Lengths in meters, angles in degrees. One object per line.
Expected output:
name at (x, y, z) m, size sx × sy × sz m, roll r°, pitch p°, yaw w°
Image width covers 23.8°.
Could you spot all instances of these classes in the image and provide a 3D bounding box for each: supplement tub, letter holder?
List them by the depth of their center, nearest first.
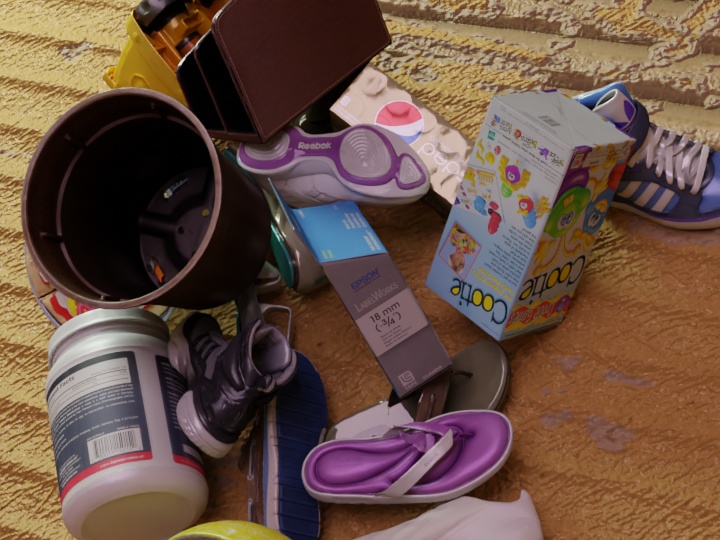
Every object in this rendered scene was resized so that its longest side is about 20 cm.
supplement tub at (-0.228, 0.152, 1.645) m, size 0.139 × 0.141 × 0.201 m, roll -20°, pitch 56°, yaw 7°
letter holder at (-0.086, -0.240, 1.692) m, size 0.100 × 0.143 × 0.200 m, roll 10°, pitch 42°, yaw 45°

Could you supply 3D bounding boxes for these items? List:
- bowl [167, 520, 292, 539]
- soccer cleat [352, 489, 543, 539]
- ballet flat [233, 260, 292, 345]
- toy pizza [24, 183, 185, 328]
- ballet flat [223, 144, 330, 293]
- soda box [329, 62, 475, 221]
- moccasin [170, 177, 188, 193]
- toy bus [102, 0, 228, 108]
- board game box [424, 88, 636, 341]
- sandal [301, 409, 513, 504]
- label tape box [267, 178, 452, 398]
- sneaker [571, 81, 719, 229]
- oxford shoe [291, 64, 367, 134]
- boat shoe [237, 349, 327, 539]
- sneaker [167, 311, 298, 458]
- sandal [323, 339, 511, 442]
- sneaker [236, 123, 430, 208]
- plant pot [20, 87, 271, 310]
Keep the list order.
bowl at (-0.087, 0.299, 1.514) m, size 0.198 × 0.202 × 0.108 m, roll 16°, pitch 28°, yaw 26°
soccer cleat at (0.065, 0.244, 1.539) m, size 0.198 × 0.070 × 0.078 m, roll -8°, pitch 54°, yaw 6°
ballet flat at (-0.103, 0.032, 1.721) m, size 0.063 × 0.068 × 0.202 m, roll -12°, pitch 63°, yaw -1°
toy pizza at (-0.268, -0.019, 1.766) m, size 0.198 × 0.032 × 0.203 m, roll 1°, pitch 92°, yaw 23°
ballet flat at (-0.078, -0.059, 1.768) m, size 0.069 × 0.070 × 0.201 m, roll -29°, pitch 58°, yaw 1°
soda box at (0.065, -0.115, 1.705) m, size 0.199 × 0.064 × 0.068 m, roll 39°, pitch 78°, yaw 12°
moccasin at (-0.229, -0.090, 1.806) m, size 0.199 × 0.068 × 0.081 m, roll -20°, pitch 66°, yaw 27°
toy bus at (-0.175, -0.219, 1.840) m, size 0.136 × 0.192 × 0.200 m, roll 49°, pitch 49°, yaw 5°
board game box at (0.156, -0.053, 1.588) m, size 0.105 × 0.102 × 0.202 m, roll 37°, pitch 122°, yaw 32°
sandal at (0.040, 0.170, 1.546) m, size 0.201 × 0.050 × 0.083 m, roll -15°, pitch 57°, yaw 11°
label tape box at (0.000, 0.000, 1.591) m, size 0.063 × 0.201 × 0.144 m, roll -31°, pitch 25°, yaw 0°
sneaker at (0.274, -0.113, 1.620) m, size 0.198 × 0.147 × 0.081 m, roll 11°, pitch 65°, yaw 25°
oxford shoe at (-0.029, -0.162, 1.781) m, size 0.084 × 0.072 × 0.202 m, roll -33°, pitch 46°, yaw 53°
boat shoe at (-0.082, 0.174, 1.617) m, size 0.072 × 0.072 × 0.202 m, roll -23°, pitch 54°, yaw 42°
sneaker at (-0.117, 0.082, 1.607) m, size 0.114 × 0.075 × 0.201 m, roll -40°, pitch 29°, yaw 15°
sandal at (0.053, 0.131, 1.608) m, size 0.200 × 0.057 × 0.080 m, roll -30°, pitch 54°, yaw 2°
sneaker at (-0.019, -0.096, 1.686) m, size 0.198 × 0.100 × 0.075 m, roll 11°, pitch 65°, yaw 23°
plant pot at (-0.185, -0.051, 1.618) m, size 0.198 × 0.198 × 0.203 m, roll -3°, pitch 81°, yaw 18°
